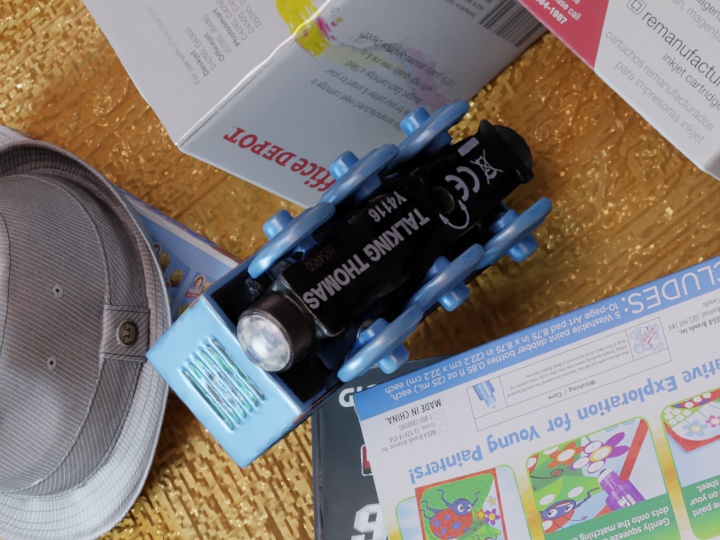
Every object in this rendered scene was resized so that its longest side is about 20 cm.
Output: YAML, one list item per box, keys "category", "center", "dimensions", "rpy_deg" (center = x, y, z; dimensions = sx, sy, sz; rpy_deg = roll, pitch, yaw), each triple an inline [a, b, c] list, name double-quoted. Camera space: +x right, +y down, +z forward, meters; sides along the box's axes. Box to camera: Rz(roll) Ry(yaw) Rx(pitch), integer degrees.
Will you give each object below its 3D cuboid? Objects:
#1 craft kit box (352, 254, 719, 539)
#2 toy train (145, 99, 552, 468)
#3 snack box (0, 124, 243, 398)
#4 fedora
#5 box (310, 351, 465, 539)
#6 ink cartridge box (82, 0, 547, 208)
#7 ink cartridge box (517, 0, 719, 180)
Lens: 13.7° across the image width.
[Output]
- category: "craft kit box"
  center: [0.112, 0.113, 1.249]
  dimensions: [0.200, 0.049, 0.198]
  rpy_deg: [-21, 68, 22]
- category: "toy train"
  center: [0.000, 0.000, 1.318]
  dimensions: [0.087, 0.200, 0.114]
  rpy_deg: [50, 136, 1]
- category: "snack box"
  center: [-0.122, 0.000, 1.475]
  dimensions: [0.200, 0.024, 0.072]
  rpy_deg: [30, 94, 32]
- category: "fedora"
  center: [-0.181, 0.036, 1.438]
  dimensions: [0.177, 0.090, 0.200]
  rpy_deg: [14, 97, 35]
- category: "box"
  center: [0.076, 0.113, 1.321]
  dimensions: [0.200, 0.046, 0.159]
  rpy_deg: [-9, 74, 27]
- category: "ink cartridge box"
  center: [-0.011, -0.152, 1.377]
  dimensions: [0.200, 0.147, 0.146]
  rpy_deg: [-42, 62, 14]
- category: "ink cartridge box"
  center: [0.190, -0.142, 1.261]
  dimensions: [0.200, 0.145, 0.145]
  rpy_deg: [-50, 59, 9]
